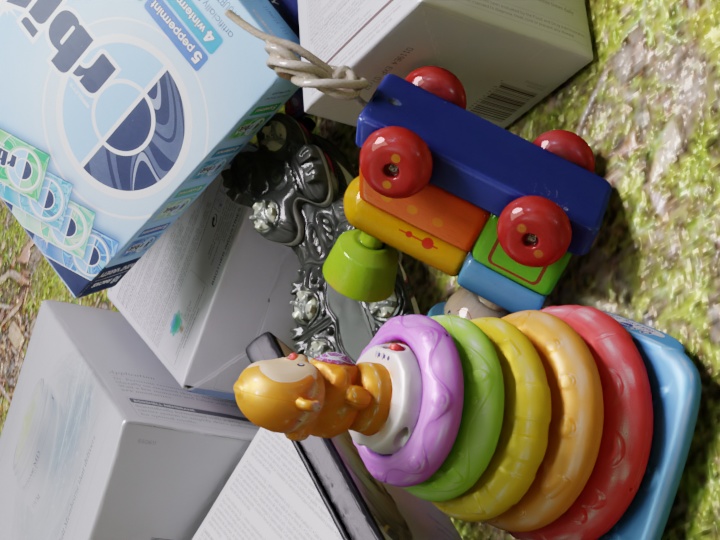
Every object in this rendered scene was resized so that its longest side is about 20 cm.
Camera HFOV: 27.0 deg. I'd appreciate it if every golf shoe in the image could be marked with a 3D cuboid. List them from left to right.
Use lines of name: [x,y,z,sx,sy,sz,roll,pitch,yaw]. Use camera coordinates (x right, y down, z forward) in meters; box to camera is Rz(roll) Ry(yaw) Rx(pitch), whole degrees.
golf shoe: [0.000,0.000,0.831,0.077,0.088,0.201,-38,60,26]

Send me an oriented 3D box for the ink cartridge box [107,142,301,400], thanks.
ink cartridge box: [-0.097,-0.015,0.991,0.200,0.076,0.138,36,107,56]

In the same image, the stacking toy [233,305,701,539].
stacking toy: [0.034,0.058,0.626,0.116,0.198,0.111,22,99,57]

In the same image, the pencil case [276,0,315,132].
pencil case: [-0.051,-0.184,0.865,0.201,0.078,0.087,61,-178,-3]

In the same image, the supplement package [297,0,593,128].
supplement package: [0.037,-0.183,0.796,0.114,0.109,0.202,-35,51,49]

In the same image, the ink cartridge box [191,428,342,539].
ink cartridge box: [-0.010,0.125,0.849,0.201,0.050,0.161,-57,32,0]

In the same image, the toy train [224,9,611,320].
toy train: [0.009,-0.036,0.726,0.116,0.198,0.085,-66,-3,35]

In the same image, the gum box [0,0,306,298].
gum box: [-0.142,-0.114,0.847,0.200,0.044,0.170,-43,81,27]

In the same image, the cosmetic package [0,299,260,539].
cosmetic package: [-0.163,0.154,0.999,0.200,0.122,0.201,39,112,58]

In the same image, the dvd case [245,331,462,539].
dvd case: [0.026,0.126,0.663,0.017,0.143,0.201,-38,49,6]
